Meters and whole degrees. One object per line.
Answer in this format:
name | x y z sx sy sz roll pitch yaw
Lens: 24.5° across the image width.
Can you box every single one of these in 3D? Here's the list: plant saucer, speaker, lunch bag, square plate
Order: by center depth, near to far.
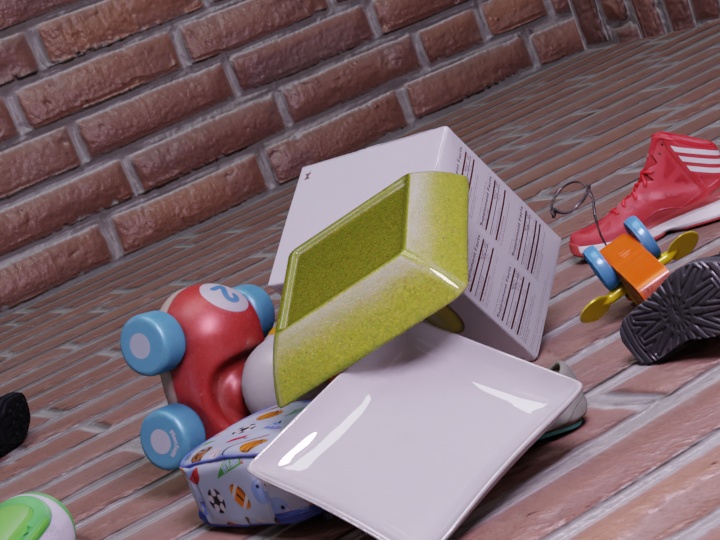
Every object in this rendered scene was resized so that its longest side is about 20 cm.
square plate | 0.043 0.130 1.297 0.198 0.029 0.200 20 53 42
speaker | -0.304 0.258 1.405 0.088 0.089 0.200 -19 11 11
plant saucer | 0.000 0.000 1.424 0.200 0.048 0.200 -33 24 21
lunch bag | -0.051 0.161 1.440 0.160 0.076 0.200 -26 11 -38

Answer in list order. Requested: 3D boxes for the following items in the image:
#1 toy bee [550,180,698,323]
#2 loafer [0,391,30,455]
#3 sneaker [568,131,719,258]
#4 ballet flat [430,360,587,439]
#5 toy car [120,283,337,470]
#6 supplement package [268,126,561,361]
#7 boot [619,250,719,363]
toy bee | 0.270 -0.005 1.613 0.131 0.109 0.200 -24 36 20
loafer | -0.467 0.203 2.034 0.070 0.068 0.201 -8 17 16
sneaker | 0.321 -0.094 1.885 0.199 0.116 0.078 -20 11 6
ballet flat | 0.089 0.129 1.353 0.199 0.064 0.067 -23 11 -9
toy car | -0.091 0.092 1.598 0.199 0.178 0.184 -9 4 33
supplement package | 0.055 -0.008 1.624 0.191 0.200 0.147 -13 50 39
boot | 0.341 0.000 1.454 0.200 0.066 0.165 -25 -5 -34
